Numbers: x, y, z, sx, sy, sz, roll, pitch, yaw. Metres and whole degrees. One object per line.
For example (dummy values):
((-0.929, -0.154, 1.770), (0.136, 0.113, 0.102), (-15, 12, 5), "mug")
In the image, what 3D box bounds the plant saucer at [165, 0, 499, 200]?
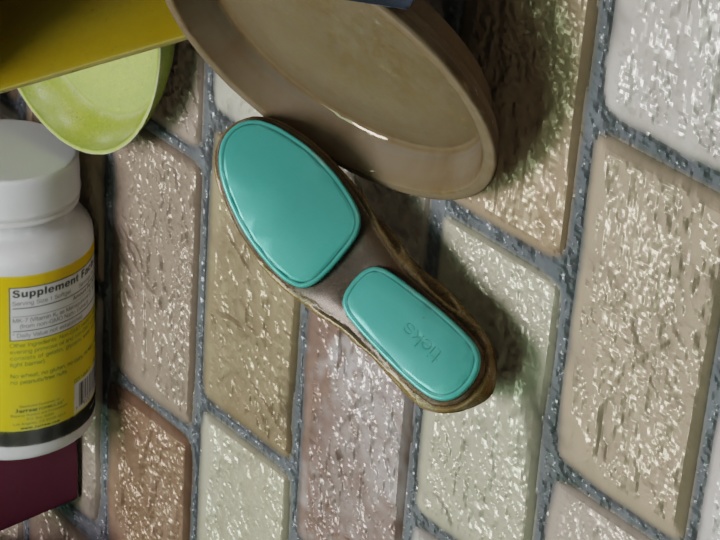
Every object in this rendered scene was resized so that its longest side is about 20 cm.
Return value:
((-0.012, -0.108, 1.129), (0.200, 0.029, 0.200), (31, 160, 12), "plant saucer")

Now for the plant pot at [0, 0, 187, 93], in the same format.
((-0.159, -0.226, 1.170), (0.200, 0.200, 0.177), (77, 175, -71), "plant pot")

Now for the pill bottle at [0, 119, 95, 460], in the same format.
((-0.229, 0.011, 1.471), (0.114, 0.114, 0.200), (31, 128, 41), "pill bottle")

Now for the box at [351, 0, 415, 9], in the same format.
((-0.038, -0.221, 0.947), (0.197, 0.200, 0.124), (127, 145, -54), "box")

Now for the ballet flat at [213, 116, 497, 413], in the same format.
((0.000, 0.000, 1.204), (0.200, 0.072, 0.068), (43, 93, 16), "ballet flat")

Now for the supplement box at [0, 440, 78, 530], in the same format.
((-0.299, 0.101, 1.607), (0.200, 0.110, 0.086), (32, 130, 41), "supplement box")

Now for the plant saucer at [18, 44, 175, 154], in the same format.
((-0.168, -0.171, 1.376), (0.200, 0.031, 0.200), (27, 126, 45), "plant saucer")
